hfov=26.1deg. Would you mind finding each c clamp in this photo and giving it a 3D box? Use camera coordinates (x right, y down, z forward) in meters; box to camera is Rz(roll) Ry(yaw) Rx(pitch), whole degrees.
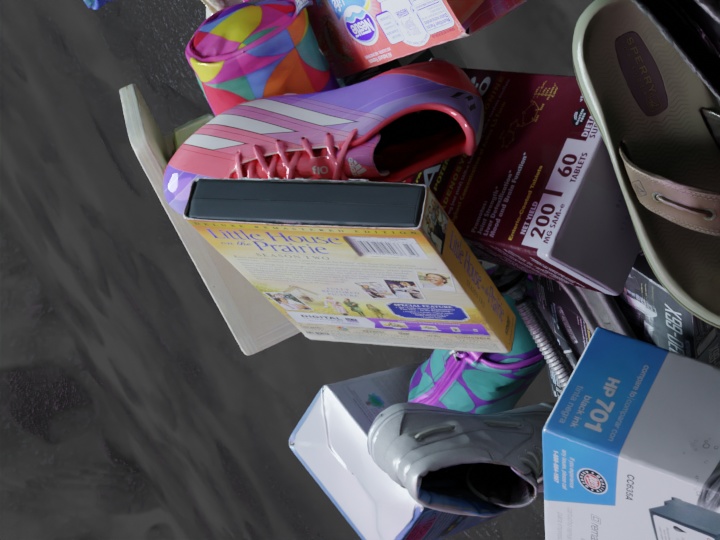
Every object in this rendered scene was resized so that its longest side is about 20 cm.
[{"bbox_3d":[0.138,0.060,1.002,0.200,0.027,0.171,61,161,-16],"label":"c clamp"}]

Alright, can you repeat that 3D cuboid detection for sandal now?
[{"bbox_3d":[0.171,-0.052,0.801,0.201,0.080,0.057,59,178,-3],"label":"sandal"}]

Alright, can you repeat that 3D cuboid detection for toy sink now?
[{"bbox_3d":[-0.088,-0.062,1.194,0.200,0.112,0.130,64,180,-28],"label":"toy sink"}]

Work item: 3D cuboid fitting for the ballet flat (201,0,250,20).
[{"bbox_3d":[-0.065,-0.121,1.056,0.067,0.062,0.200,37,152,56],"label":"ballet flat"}]

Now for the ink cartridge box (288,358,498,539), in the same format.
[{"bbox_3d":[0.058,0.151,1.310,0.136,0.200,0.076,50,126,23],"label":"ink cartridge box"}]

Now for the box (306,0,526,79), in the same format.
[{"bbox_3d":[0.032,-0.188,0.917,0.103,0.095,0.200,60,162,-10],"label":"box"}]

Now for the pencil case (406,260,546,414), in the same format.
[{"bbox_3d":[0.091,0.068,1.180,0.085,0.092,0.200,62,162,17],"label":"pencil case"}]

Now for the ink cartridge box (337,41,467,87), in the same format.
[{"bbox_3d":[0.008,-0.127,1.092,0.200,0.083,0.147,60,161,-4],"label":"ink cartridge box"}]

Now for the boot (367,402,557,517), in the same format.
[{"bbox_3d":[0.109,0.143,1.108,0.096,0.200,0.074,-132,50,-60],"label":"boot"}]

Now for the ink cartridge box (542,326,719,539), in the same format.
[{"bbox_3d":[0.211,0.133,0.886,0.200,0.086,0.146,20,145,23],"label":"ink cartridge box"}]

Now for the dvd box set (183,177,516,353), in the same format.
[{"bbox_3d":[0.000,0.000,0.940,0.146,0.029,0.200,2,158,22],"label":"dvd box set"}]

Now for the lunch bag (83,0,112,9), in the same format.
[{"bbox_3d":[-0.171,-0.311,1.108,0.200,0.170,0.127,61,161,-16],"label":"lunch bag"}]

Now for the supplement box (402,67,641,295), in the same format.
[{"bbox_3d":[0.094,-0.059,0.926,0.061,0.109,0.200,26,175,-30],"label":"supplement box"}]

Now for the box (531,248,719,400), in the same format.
[{"bbox_3d":[0.178,0.042,0.993,0.158,0.050,0.200,38,154,43],"label":"box"}]

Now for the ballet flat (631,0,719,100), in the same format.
[{"bbox_3d":[0.172,-0.106,0.760,0.200,0.057,0.066,53,162,11],"label":"ballet flat"}]

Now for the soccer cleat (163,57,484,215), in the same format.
[{"bbox_3d":[-0.024,-0.070,0.916,0.076,0.200,0.067,-99,-9,-57],"label":"soccer cleat"}]

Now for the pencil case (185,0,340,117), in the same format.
[{"bbox_3d":[-0.037,-0.085,1.000,0.088,0.088,0.200,30,150,53],"label":"pencil case"}]
